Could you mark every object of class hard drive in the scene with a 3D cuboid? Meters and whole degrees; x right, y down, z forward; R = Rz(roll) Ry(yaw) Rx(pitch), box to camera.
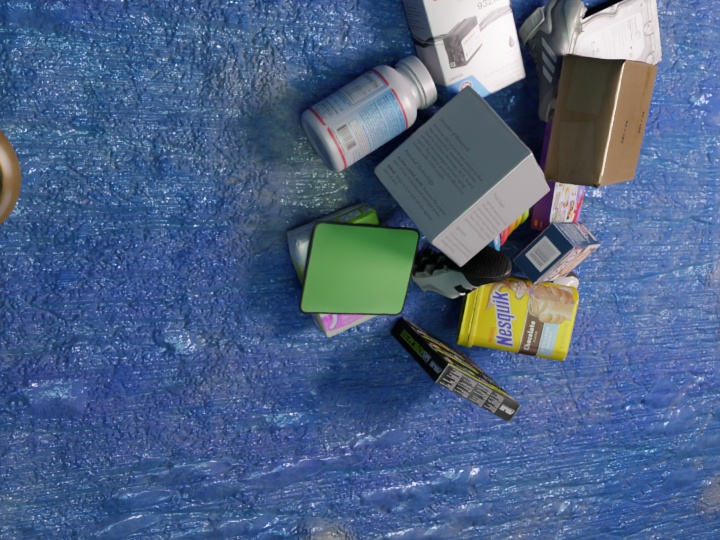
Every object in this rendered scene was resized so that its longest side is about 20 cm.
[{"bbox_3d":[0.438,-0.399,1.313,0.199,0.038,0.140,-26,120,-12],"label":"hard drive"}]

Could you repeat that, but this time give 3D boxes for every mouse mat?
[{"bbox_3d":[0.000,0.000,1.237,0.199,0.008,0.162,3,110,-27],"label":"mouse mat"}]

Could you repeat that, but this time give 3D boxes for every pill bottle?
[{"bbox_3d":[0.015,-0.247,1.154,0.199,0.109,0.109,-33,121,-7],"label":"pill bottle"}]

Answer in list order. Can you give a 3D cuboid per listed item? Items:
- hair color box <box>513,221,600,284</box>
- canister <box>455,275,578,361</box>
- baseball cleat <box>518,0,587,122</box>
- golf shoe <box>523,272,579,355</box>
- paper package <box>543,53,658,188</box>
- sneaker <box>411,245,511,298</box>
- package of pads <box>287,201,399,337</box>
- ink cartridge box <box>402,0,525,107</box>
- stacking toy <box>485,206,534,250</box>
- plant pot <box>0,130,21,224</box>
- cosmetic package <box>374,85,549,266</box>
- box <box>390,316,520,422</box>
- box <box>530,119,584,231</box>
[{"bbox_3d":[0.361,-0.034,1.351,0.100,0.061,0.200,-46,162,25],"label":"hair color box"},{"bbox_3d":[0.288,0.081,1.374,0.198,0.087,0.150,10,100,4],"label":"canister"},{"bbox_3d":[0.309,-0.354,1.242,0.070,0.106,0.202,0,107,-68],"label":"baseball cleat"},{"bbox_3d":[0.370,0.091,1.462,0.200,0.094,0.078,-45,128,0],"label":"golf shoe"},{"bbox_3d":[0.397,-0.247,1.227,0.190,0.103,0.202,-14,115,-52],"label":"paper package"},{"bbox_3d":[0.181,0.008,1.308,0.074,0.199,0.089,-59,134,-32],"label":"sneaker"},{"bbox_3d":[-0.031,0.000,1.267,0.154,0.068,0.201,-23,118,-14],"label":"package of pads"},{"bbox_3d":[0.163,-0.378,1.175,0.144,0.084,0.201,-26,120,-9],"label":"ink cartridge box"},{"bbox_3d":[0.269,-0.117,1.340,0.199,0.110,0.117,-27,123,-27],"label":"stacking toy"},{"bbox_3d":[-0.568,-0.126,1.003,0.199,0.027,0.202,-9,116,-19],"label":"plant pot"},{"bbox_3d":[0.164,-0.144,1.182,0.200,0.165,0.165,-41,155,9],"label":"cosmetic package"},{"bbox_3d":[0.171,0.180,1.359,0.199,0.193,0.048,32,99,-32],"label":"box"},{"bbox_3d":[0.366,-0.179,1.336,0.136,0.039,0.202,-16,118,-49],"label":"box"}]
